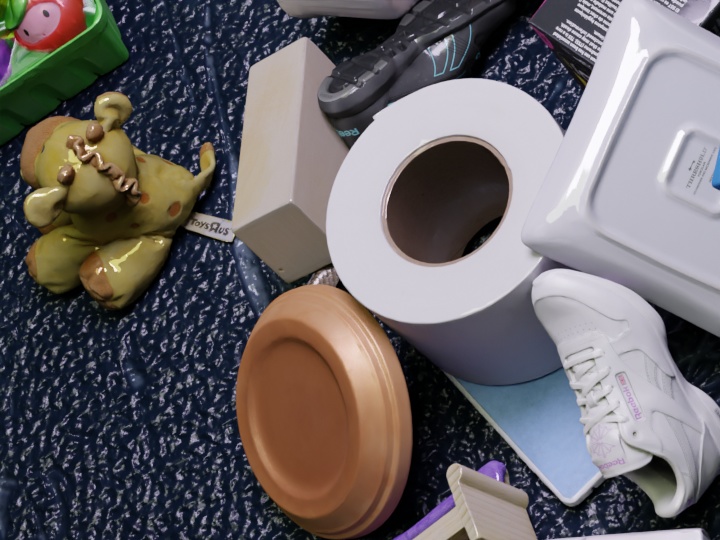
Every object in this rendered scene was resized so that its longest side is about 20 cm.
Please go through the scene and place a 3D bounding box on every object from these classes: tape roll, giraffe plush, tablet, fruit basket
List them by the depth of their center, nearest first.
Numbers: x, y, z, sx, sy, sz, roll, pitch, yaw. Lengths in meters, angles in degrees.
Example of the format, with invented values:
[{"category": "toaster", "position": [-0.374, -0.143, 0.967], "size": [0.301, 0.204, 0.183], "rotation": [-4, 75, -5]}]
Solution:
[{"category": "tape roll", "position": [0.092, -0.028, 1.589], "size": [0.202, 0.139, 0.203], "rotation": [-12, 62, 24]}, {"category": "tablet", "position": [0.148, 0.075, 1.605], "size": [0.130, 0.014, 0.200], "rotation": [-45, 54, 3]}, {"category": "giraffe plush", "position": [-0.228, -0.071, 1.781], "size": [0.200, 0.162, 0.173], "rotation": [-4, 66, 27]}, {"category": "fruit basket", "position": [-0.340, -0.235, 1.896], "size": [0.215, 0.216, 0.156], "rotation": [-33, 56, 12]}]

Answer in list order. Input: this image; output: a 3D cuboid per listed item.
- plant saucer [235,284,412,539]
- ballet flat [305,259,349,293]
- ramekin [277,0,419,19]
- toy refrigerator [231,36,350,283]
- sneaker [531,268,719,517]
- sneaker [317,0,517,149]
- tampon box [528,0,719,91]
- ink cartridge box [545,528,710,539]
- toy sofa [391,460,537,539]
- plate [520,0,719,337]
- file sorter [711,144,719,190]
[{"category": "plant saucer", "position": [-0.037, 0.112, 1.609], "size": [0.200, 0.037, 0.201], "rotation": [10, 103, 50]}, {"category": "ballet flat", "position": [0.000, 0.000, 1.692], "size": [0.046, 0.067, 0.200], "rotation": [23, 75, 24]}, {"category": "ramekin", "position": [0.002, -0.306, 1.748], "size": [0.098, 0.200, 0.201], "rotation": [12, 74, 19]}, {"category": "toy refrigerator", "position": [-0.055, -0.092, 1.713], "size": [0.070, 0.076, 0.200], "rotation": [-26, 40, 27]}, {"category": "sneaker", "position": [0.187, 0.086, 1.471], "size": [0.075, 0.200, 0.100], "rotation": [-31, 12, 50]}, {"category": "sneaker", "position": [0.054, -0.171, 1.737], "size": [0.200, 0.079, 0.075], "rotation": [-36, 28, -14]}, {"category": "tampon box", "position": [0.257, -0.205, 1.590], "size": [0.200, 0.150, 0.126], "rotation": [-50, 56, 0]}, {"category": "ink cartridge box", "position": [0.173, 0.289, 1.474], "size": [0.162, 0.057, 0.200], "rotation": [-8, 60, 25]}, {"category": "toy sofa", "position": [0.031, 0.217, 1.530], "size": [0.200, 0.083, 0.098], "rotation": [-40, 47, 25]}, {"category": "plate", "position": [0.242, -0.070, 1.480], "size": [0.200, 0.032, 0.200], "rotation": [25, 85, -8]}, {"category": "file sorter", "position": [0.369, -0.095, 1.431], "size": [0.123, 0.200, 0.139], "rotation": [-16, 55, 61]}]
